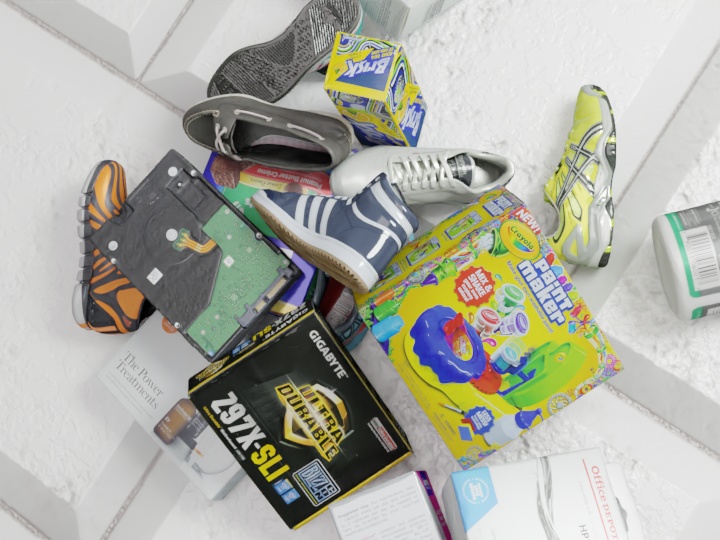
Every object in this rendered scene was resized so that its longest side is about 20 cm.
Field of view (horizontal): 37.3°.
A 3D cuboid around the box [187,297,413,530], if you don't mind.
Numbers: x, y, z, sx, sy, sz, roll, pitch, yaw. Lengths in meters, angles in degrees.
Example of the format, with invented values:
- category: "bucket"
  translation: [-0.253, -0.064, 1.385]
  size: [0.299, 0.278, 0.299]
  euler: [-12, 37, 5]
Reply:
- category: "box"
  translation: [-0.063, 0.154, 1.127]
  size: [0.159, 0.049, 0.200]
  euler: [-32, 110, 4]

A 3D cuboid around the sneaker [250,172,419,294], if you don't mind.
- category: "sneaker"
  translation: [-0.024, -0.060, 1.100]
  size: [0.109, 0.070, 0.200]
  euler: [-47, 47, -10]

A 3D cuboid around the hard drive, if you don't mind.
- category: "hard drive"
  translation: [-0.178, -0.016, 1.155]
  size: [0.200, 0.038, 0.140]
  euler: [42, 91, 14]

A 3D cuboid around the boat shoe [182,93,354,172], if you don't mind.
- category: "boat shoe"
  translation: [-0.106, -0.144, 1.141]
  size: [0.199, 0.067, 0.057]
  euler: [7, 40, 15]

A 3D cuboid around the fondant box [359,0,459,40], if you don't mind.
- category: "fondant box"
  translation: [0.027, -0.371, 1.214]
  size: [0.144, 0.058, 0.200]
  euler: [-37, 75, -29]

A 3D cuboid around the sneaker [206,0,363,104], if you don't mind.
- category: "sneaker"
  translation: [-0.077, -0.241, 1.212]
  size: [0.199, 0.121, 0.084]
  euler: [-33, 88, 10]

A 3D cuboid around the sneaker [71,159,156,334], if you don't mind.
- category: "sneaker"
  translation: [-0.264, -0.026, 1.230]
  size: [0.111, 0.078, 0.201]
  euler: [4, 93, 21]

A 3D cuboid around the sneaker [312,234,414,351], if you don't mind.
- category: "sneaker"
  translation: [0.000, 0.000, 1.168]
  size: [0.079, 0.096, 0.201]
  euler: [21, 85, 13]

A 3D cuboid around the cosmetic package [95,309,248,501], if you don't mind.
- category: "cosmetic package"
  translation: [-0.178, 0.135, 1.204]
  size: [0.200, 0.052, 0.151]
  euler: [43, 88, 14]

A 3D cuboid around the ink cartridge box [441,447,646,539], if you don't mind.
- category: "ink cartridge box"
  translation: [0.192, 0.247, 1.062]
  size: [0.199, 0.067, 0.116]
  euler: [-8, 61, -10]

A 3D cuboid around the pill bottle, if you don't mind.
- category: "pill bottle"
  translation: [0.408, -0.024, 1.084]
  size: [0.199, 0.113, 0.114]
  euler: [-13, 78, 8]

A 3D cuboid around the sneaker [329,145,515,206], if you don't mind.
- category: "sneaker"
  translation: [0.066, -0.104, 1.145]
  size: [0.199, 0.080, 0.077]
  euler: [-6, 89, -17]

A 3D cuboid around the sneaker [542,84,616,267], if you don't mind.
- category: "sneaker"
  translation: [0.235, -0.105, 1.152]
  size: [0.076, 0.075, 0.201]
  euler: [2, 80, 11]

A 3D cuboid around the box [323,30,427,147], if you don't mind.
- category: "box"
  translation: [0.020, -0.183, 1.141]
  size: [0.070, 0.200, 0.065]
  euler: [14, 84, 13]

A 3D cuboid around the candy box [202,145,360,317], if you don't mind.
- category: "candy box"
  translation: [-0.104, -0.059, 1.208]
  size: [0.168, 0.077, 0.201]
  euler: [19, 85, 14]

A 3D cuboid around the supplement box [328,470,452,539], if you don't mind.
- category: "supplement box"
  translation: [0.053, 0.318, 1.102]
  size: [0.103, 0.101, 0.201]
  euler: [-24, 77, 6]

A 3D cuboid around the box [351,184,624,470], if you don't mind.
- category: "box"
  translation: [0.124, 0.054, 1.085]
  size: [0.192, 0.122, 0.200]
  euler: [-34, 103, 4]
